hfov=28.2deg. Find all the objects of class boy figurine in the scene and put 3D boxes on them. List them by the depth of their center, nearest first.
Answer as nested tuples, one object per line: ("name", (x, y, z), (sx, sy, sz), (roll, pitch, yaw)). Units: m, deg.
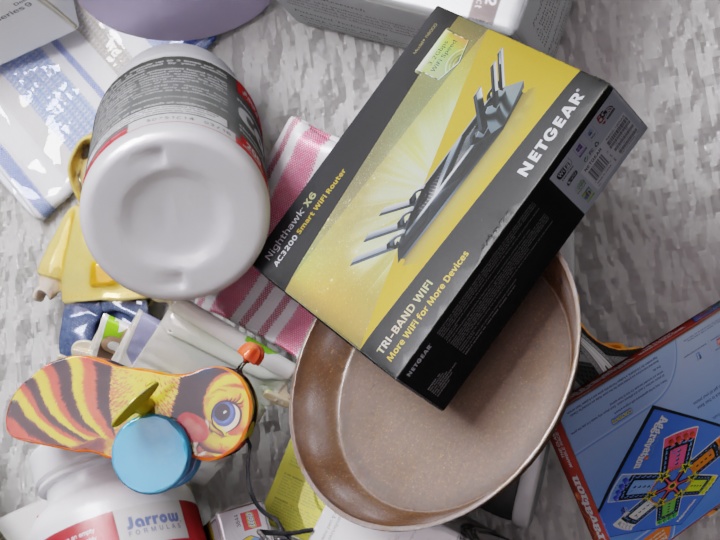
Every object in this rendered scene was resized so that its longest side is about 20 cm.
("boy figurine", (-0.179, -0.004, 1.039), (0.124, 0.064, 0.201), (3, 86, 19))

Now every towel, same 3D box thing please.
("towel", (0.000, 0.000, 0.928), (0.200, 0.030, 0.147), (28, 90, 21))
("towel", (-0.223, -0.153, 1.092), (0.200, 0.024, 0.147), (-45, 74, 6))

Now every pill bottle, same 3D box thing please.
("pill bottle", (-0.148, 0.204, 0.923), (0.112, 0.112, 0.201), (-24, 70, 11))
("pill bottle", (-0.118, -0.073, 0.928), (0.113, 0.200, 0.114), (-3, 116, -5))

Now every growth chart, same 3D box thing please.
("growth chart", (-0.134, 0.085, 0.964), (0.145, 0.018, 0.200), (36, 132, -11))

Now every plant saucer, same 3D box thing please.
("plant saucer", (0.046, 0.060, 0.838), (0.200, 0.034, 0.201), (-20, 54, 29))

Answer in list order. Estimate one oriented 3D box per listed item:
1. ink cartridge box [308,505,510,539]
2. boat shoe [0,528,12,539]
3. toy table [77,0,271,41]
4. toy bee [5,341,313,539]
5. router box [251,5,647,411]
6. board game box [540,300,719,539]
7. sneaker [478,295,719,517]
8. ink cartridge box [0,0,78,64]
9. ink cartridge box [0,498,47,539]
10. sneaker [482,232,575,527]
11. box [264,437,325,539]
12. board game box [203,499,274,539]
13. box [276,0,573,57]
("ink cartridge box", (0.074, 0.202, 0.911), (0.199, 0.116, 0.067), (26, 89, 17))
("boat shoe", (-0.270, 0.193, 0.968), (0.072, 0.060, 0.202), (-37, 72, 8))
("toy table", (-0.142, -0.248, 0.989), (0.183, 0.200, 0.117), (-27, 72, 7))
("toy bee", (-0.107, 0.086, 0.881), (0.199, 0.131, 0.109), (23, 85, -18))
("router box", (0.047, -0.042, 0.840), (0.200, 0.052, 0.157), (-54, 44, -1))
("board game box", (0.201, 0.088, 0.862), (0.200, 0.019, 0.103), (-26, 94, -31))
("sneaker", (0.162, 0.086, 0.886), (0.200, 0.078, 0.077), (38, 80, -23))
("ink cartridge box", (-0.310, -0.253, 1.082), (0.145, 0.087, 0.201), (-22, 67, 15))
("ink cartridge box", (-0.229, 0.230, 1.017), (0.199, 0.067, 0.117), (-26, 76, 11))
("sneaker", (0.085, 0.061, 0.949), (0.099, 0.071, 0.201), (12, 90, 12))
("box", (-0.001, 0.084, 0.970), (0.050, 0.075, 0.201), (23, 88, 17))
("board game box", (-0.061, 0.258, 0.937), (0.034, 0.126, 0.201), (-13, 77, -17))
("box", (0.055, -0.256, 0.972), (0.199, 0.131, 0.200), (17, 87, 17))
